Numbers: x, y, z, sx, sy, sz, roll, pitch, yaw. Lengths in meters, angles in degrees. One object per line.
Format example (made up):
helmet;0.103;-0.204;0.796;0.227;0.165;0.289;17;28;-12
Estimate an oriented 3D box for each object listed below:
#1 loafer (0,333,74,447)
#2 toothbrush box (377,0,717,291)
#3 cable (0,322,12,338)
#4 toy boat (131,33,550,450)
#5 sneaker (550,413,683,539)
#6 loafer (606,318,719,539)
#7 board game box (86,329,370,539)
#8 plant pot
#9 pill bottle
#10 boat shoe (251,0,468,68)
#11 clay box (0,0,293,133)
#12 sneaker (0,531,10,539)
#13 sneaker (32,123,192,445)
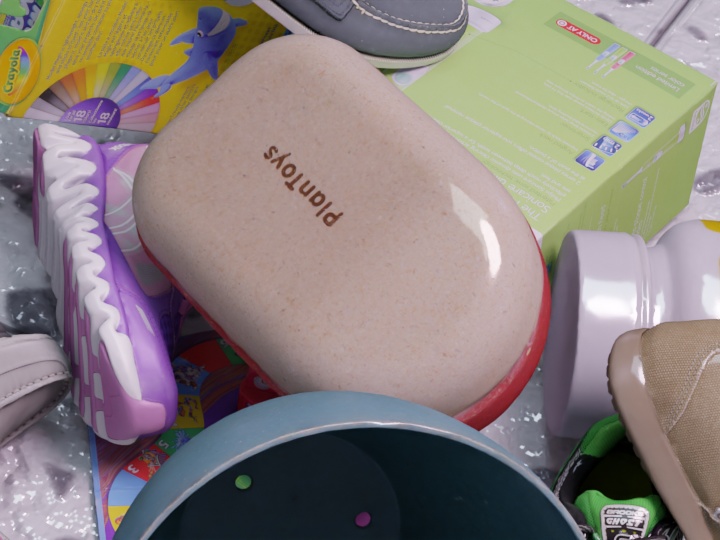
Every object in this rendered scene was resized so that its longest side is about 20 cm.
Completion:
loafer;-0.193;0.094;1.141;0.070;0.070;0.200;44;53;15
toothbrush box;0.058;-0.049;1.316;0.145;0.086;0.200;30;46;23
cable;-0.233;0.050;1.155;0.200;0.097;0.050;-35;77;-35
toy boat;0.000;0.000;1.173;0.130;0.131;0.200;-42;57;-4
sneaker;0.094;0.140;1.119;0.078;0.085;0.200;9;43;1
loafer;0.173;0.107;1.113;0.200;0.067;0.076;59;27;-5
board game box;-0.039;0.082;1.190;0.158;0.039;0.200;-1;43;-11
plant pot;-0.017;0.130;1.056;0.200;0.201;0.135;-3;18;-12
pill bottle;0.189;0.036;1.226;0.199;0.114;0.114;5;43;-4
boat shoe;-0.019;-0.155;1.254;0.200;0.062;0.073;24;51;-30
clay box;-0.099;-0.125;1.298;0.200;0.115;0.048;6;35;-41
sneaker;-0.183;0.120;1.059;0.081;0.200;0.088;-27;10;16
sneaker;-0.098;-0.001;1.233;0.088;0.081;0.200;-2;37;-14
